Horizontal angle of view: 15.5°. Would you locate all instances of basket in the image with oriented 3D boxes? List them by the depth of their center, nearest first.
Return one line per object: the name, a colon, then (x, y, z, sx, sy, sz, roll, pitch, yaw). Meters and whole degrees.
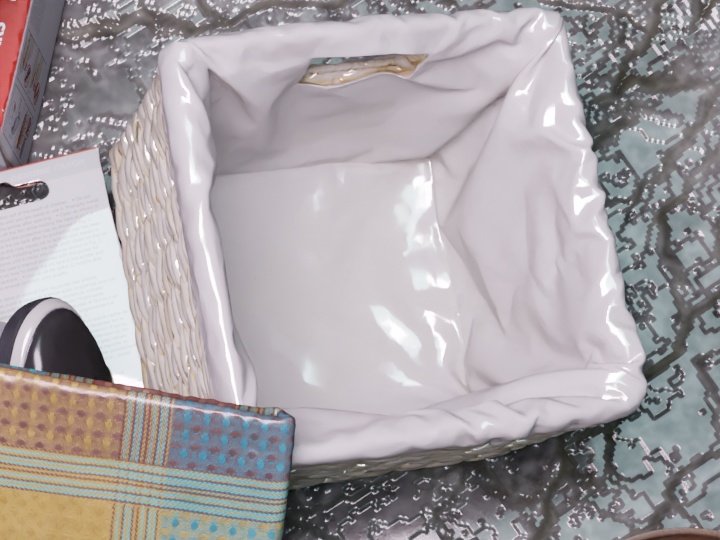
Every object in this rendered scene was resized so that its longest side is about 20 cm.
basket: (0.000, 0.000, 1.233, 0.198, 0.161, 0.200, -7, 77, -20)

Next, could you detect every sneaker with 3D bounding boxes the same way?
sneaker: (-0.105, 0.105, 1.215, 0.083, 0.072, 0.200, -10, 98, 29)

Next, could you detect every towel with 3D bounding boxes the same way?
towel: (-0.109, 0.143, 1.135, 0.147, 0.022, 0.200, 9, 106, 4)

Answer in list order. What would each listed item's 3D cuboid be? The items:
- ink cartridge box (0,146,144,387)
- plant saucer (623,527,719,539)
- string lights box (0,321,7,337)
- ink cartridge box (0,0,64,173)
ink cartridge box: (-0.155, 0.050, 1.301, 0.109, 0.050, 0.200, -14, 77, -2)
plant saucer: (0.155, 0.223, 1.243, 0.200, 0.037, 0.200, 7, 71, -22)
string lights box: (-0.263, 0.069, 1.240, 0.200, 0.103, 0.059, -14, 78, 19)
ink cartridge box: (-0.238, -0.161, 1.329, 0.176, 0.084, 0.200, 10, 78, 4)
